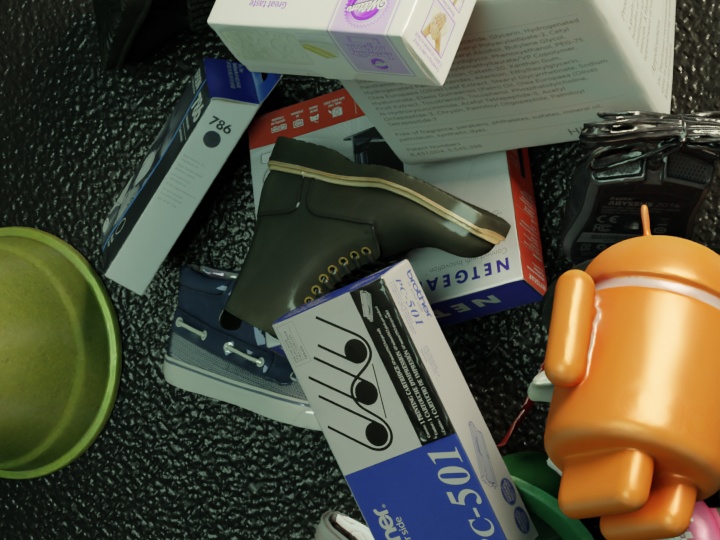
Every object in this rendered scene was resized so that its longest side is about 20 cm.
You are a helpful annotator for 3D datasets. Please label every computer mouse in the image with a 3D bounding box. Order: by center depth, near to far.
[{"bbox_3d":[0.189,-0.060,1.364,0.137,0.200,0.053,4,63,-9],"label":"computer mouse"}]

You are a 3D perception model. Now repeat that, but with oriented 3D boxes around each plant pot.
[{"bbox_3d":[-0.313,0.068,1.581,0.199,0.184,0.202,1,92,25],"label":"plant pot"}]

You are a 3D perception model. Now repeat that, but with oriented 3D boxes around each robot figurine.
[{"bbox_3d":[0.180,0.066,1.281,0.143,0.117,0.201,13,66,4],"label":"robot figurine"}]

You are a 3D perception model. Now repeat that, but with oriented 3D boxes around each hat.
[{"bbox_3d":[0.121,0.149,1.469,0.166,0.176,0.200,43,130,-10],"label":"hat"}]

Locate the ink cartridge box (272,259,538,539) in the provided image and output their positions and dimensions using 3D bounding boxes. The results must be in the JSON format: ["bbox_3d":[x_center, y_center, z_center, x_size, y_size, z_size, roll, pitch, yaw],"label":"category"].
[{"bbox_3d":[0.029,0.103,1.352,0.094,0.044,0.201,-23,95,30],"label":"ink cartridge box"}]

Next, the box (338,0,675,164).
[{"bbox_3d":[0.090,-0.204,1.356,0.198,0.171,0.200,-7,58,24],"label":"box"}]

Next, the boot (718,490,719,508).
[{"bbox_3d":[0.266,0.145,1.358,0.073,0.095,0.202,-18,83,24],"label":"boot"}]

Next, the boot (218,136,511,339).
[{"bbox_3d":[0.000,0.000,1.396,0.199,0.077,0.139,18,86,44],"label":"boot"}]

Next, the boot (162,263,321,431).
[{"bbox_3d":[-0.057,0.056,1.521,0.199,0.073,0.091,13,102,25],"label":"boot"}]

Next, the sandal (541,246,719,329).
[{"bbox_3d":[0.215,0.021,1.375,0.199,0.076,0.048,-8,48,15],"label":"sandal"}]

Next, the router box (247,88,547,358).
[{"bbox_3d":[0.024,-0.046,1.463,0.199,0.049,0.181,-16,66,22],"label":"router box"}]

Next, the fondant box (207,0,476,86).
[{"bbox_3d":[0.011,-0.213,1.257,0.143,0.058,0.201,8,67,33],"label":"fondant box"}]

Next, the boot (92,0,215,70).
[{"bbox_3d":[-0.113,-0.201,1.535,0.156,0.211,0.080,-5,85,-17],"label":"boot"}]

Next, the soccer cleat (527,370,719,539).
[{"bbox_3d":[0.171,0.142,1.344,0.086,0.070,0.201,-14,60,-17],"label":"soccer cleat"}]

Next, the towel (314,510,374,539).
[{"bbox_3d":[0.031,0.286,1.457,0.190,0.032,0.201,33,134,21],"label":"towel"}]

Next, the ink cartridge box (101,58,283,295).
[{"bbox_3d":[-0.128,-0.086,1.540,0.039,0.100,0.201,30,105,-18],"label":"ink cartridge box"}]
